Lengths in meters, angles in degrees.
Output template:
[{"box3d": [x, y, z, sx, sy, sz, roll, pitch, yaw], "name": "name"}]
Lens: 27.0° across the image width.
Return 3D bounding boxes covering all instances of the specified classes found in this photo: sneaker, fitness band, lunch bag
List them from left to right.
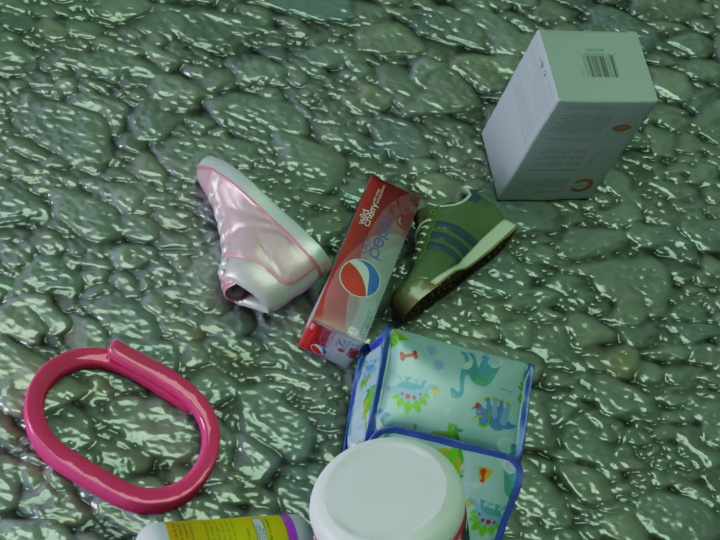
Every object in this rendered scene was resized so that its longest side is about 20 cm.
[{"box3d": [-0.234, 0.153, 1.473, 0.199, 0.038, 0.144, 30, 59, 3], "name": "fitness band"}, {"box3d": [-0.131, -0.034, 1.586, 0.105, 0.075, 0.200, -44, 64, -10], "name": "sneaker"}, {"box3d": [0.072, 0.176, 1.505, 0.168, 0.127, 0.202, 15, 71, -11], "name": "lunch bag"}, {"box3d": [0.083, -0.025, 1.654, 0.090, 0.067, 0.200, 46, 52, 11], "name": "sneaker"}]

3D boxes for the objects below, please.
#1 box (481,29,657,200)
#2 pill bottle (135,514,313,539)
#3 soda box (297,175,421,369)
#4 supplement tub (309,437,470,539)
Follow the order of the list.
[{"box3d": [0.233, -0.174, 1.703, 0.123, 0.200, 0.098, -2, 61, -18], "name": "box"}, {"box3d": [-0.145, 0.282, 1.381, 0.198, 0.104, 0.105, 0, 61, -18], "name": "pill bottle"}, {"box3d": [0.000, 0.000, 1.609, 0.063, 0.070, 0.201, 24, 57, -3], "name": "soda box"}, {"box3d": [0.034, 0.265, 1.368, 0.139, 0.201, 0.141, -6, 42, 5], "name": "supplement tub"}]
